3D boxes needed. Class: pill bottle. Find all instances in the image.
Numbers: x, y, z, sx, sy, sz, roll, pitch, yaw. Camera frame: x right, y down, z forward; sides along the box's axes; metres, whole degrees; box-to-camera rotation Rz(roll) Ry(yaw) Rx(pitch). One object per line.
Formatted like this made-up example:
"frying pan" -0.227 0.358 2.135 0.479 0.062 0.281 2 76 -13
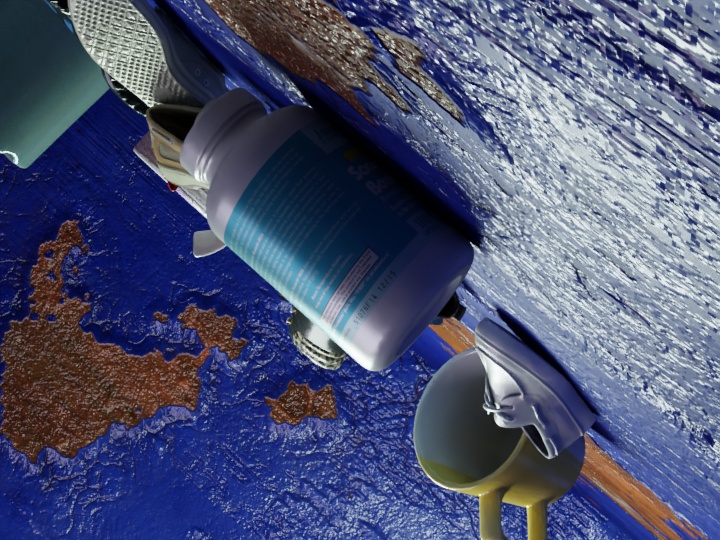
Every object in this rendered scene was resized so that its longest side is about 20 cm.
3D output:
"pill bottle" -0.028 -0.035 0.793 0.200 0.111 0.111 41 177 9

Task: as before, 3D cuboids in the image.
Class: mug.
"mug" 0.150 0.192 1.219 0.149 0.188 0.153 15 167 47

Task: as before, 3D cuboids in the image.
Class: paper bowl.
"paper bowl" -0.225 -0.146 1.707 0.200 0.105 0.201 41 177 3

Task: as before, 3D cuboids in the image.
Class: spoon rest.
"spoon rest" -0.154 -0.106 1.212 0.100 0.060 0.202 -100 8 -50

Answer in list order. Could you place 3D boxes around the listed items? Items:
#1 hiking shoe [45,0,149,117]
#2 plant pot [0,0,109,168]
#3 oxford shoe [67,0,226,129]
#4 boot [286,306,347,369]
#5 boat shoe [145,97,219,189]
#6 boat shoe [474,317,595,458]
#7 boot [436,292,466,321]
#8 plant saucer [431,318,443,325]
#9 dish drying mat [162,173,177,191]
"hiking shoe" -0.228 -0.228 1.068 0.201 0.074 0.087 55 177 -35
"plant pot" -0.343 -0.227 1.220 0.200 0.197 0.200 41 178 2
"oxford shoe" -0.175 -0.188 0.985 0.074 0.058 0.200 -8 148 25
"boot" -0.064 0.009 1.373 0.203 0.073 0.154 44 136 13
"boat shoe" -0.108 -0.103 0.953 0.198 0.072 0.077 8 137 39
"boat shoe" 0.145 0.111 1.050 0.072 0.069 0.200 38 176 38
"boot" -0.007 -0.034 1.026 0.199 0.070 0.174 31 -176 -38
"plant saucer" 0.000 0.000 1.204 0.198 0.028 0.200 24 -171 -4
"dish drying mat" -0.196 -0.155 1.213 0.201 0.018 0.078 -102 9 -63
